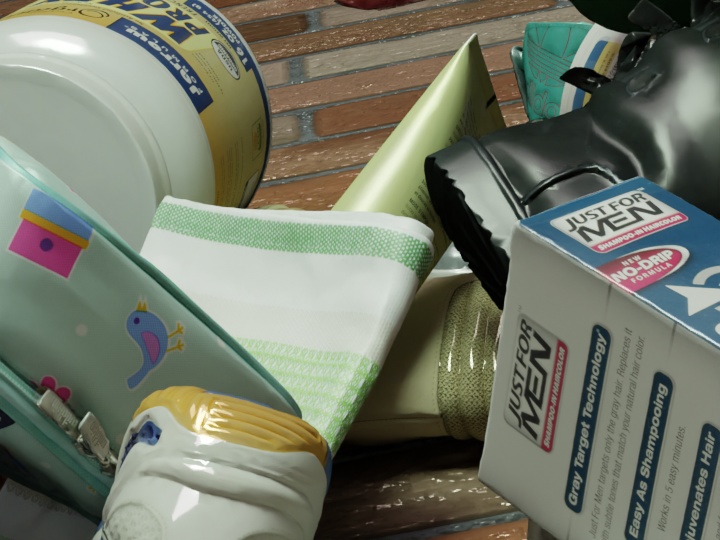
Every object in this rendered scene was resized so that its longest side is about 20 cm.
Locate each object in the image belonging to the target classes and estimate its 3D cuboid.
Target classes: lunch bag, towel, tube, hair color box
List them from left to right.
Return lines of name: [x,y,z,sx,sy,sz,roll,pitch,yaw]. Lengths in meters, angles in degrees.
lunch bag: [-0.115,0.024,0.787,0.077,0.160,0.200,-49,28,-13]
towel: [-0.069,0.059,0.862,0.149,0.031,0.201,3,56,45]
tube: [0.000,0.000,0.938,0.200,0.052,0.058,-53,8,-19]
hair color box: [0.127,0.062,0.671,0.060,0.100,0.200,-21,41,-37]

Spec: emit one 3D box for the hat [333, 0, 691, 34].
hat: [0.105,-0.114,1.030,0.165,0.176,0.200,24,27,-17]

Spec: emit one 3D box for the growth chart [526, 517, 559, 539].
growth chart: [0.113,0.094,0.733,0.144,0.018,0.200,6,32,8]

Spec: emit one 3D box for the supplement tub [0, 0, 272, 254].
supplement tub: [-0.126,-0.051,1.052,0.144,0.145,0.200,-7,14,11]

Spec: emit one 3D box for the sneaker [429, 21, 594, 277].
sneaker: [0.098,-0.065,1.189,0.083,0.121,0.200,5,23,43]

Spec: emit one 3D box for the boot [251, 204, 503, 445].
boot: [0.009,0.022,1.031,0.155,0.073,0.200,-9,23,12]

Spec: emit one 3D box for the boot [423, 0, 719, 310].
boot: [0.133,-0.012,0.886,0.162,0.073,0.199,-26,58,-9]

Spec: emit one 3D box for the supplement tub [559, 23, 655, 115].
supplement tub: [0.194,-0.056,1.055,0.144,0.145,0.200,-17,18,-19]

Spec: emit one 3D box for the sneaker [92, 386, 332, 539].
sneaker: [-0.054,0.112,0.679,0.075,0.200,0.089,12,61,4]
